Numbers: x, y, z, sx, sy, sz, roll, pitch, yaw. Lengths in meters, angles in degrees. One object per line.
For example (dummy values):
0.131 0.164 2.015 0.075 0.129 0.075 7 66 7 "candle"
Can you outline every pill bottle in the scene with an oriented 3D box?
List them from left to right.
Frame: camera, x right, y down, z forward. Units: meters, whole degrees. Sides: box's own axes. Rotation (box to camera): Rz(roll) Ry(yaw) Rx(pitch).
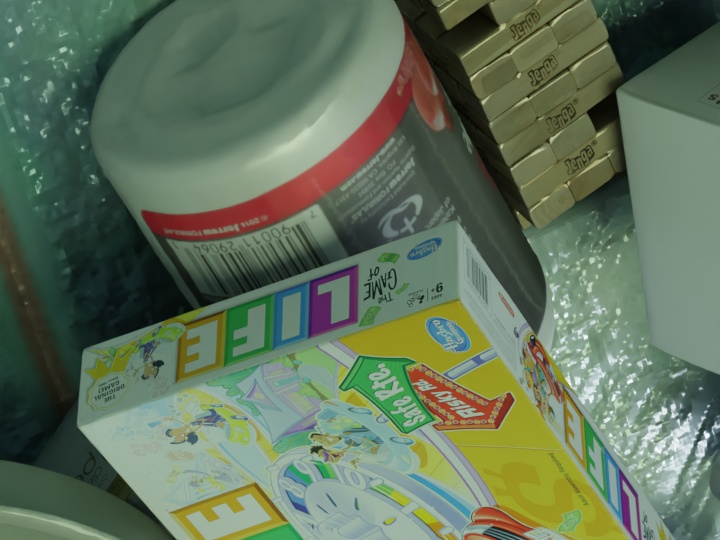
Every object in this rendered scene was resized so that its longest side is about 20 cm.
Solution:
0.000 0.000 0.989 0.110 0.111 0.200 -36 127 -7 "pill bottle"

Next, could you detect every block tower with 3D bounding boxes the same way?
0.039 -0.105 0.991 0.058 0.054 0.201 -35 127 -9 "block tower"

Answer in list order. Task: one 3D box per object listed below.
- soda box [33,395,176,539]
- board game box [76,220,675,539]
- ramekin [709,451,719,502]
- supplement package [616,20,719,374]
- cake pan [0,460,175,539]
-0.026 0.107 1.062 0.199 0.064 0.068 30 99 -36 "soda box"
0.015 0.077 0.959 0.134 0.034 0.200 -19 134 20 "board game box"
0.241 0.073 1.112 0.201 0.202 0.095 14 97 -33 "ramekin"
0.201 -0.048 1.040 0.200 0.109 0.114 -33 127 -31 "supplement package"
-0.133 0.134 0.984 0.199 0.037 0.201 0 133 0 "cake pan"
